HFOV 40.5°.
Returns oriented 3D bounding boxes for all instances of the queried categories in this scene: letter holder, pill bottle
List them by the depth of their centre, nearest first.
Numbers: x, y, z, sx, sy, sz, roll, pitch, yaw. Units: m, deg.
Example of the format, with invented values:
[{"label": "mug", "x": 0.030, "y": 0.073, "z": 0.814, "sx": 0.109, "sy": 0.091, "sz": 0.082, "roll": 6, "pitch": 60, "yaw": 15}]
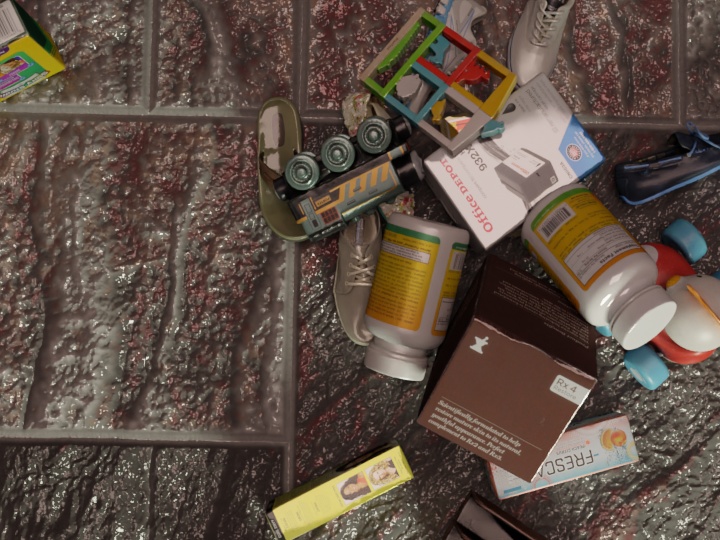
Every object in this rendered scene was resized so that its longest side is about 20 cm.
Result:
[{"label": "pill bottle", "x": 0.299, "y": -0.004, "z": 1.220, "sx": 0.110, "sy": 0.111, "sz": 0.201, "roll": -33, "pitch": 58, "yaw": -2}, {"label": "letter holder", "x": 0.208, "y": 0.390, "z": 1.257, "sx": 0.198, "sy": 0.142, "sz": 0.102, "roll": 32, "pitch": 86, "yaw": 2}, {"label": "pill bottle", "x": 0.067, "y": 0.034, "z": 1.274, "sx": 0.111, "sy": 0.113, "sz": 0.204, "roll": 13, "pitch": 95, "yaw": 0}]

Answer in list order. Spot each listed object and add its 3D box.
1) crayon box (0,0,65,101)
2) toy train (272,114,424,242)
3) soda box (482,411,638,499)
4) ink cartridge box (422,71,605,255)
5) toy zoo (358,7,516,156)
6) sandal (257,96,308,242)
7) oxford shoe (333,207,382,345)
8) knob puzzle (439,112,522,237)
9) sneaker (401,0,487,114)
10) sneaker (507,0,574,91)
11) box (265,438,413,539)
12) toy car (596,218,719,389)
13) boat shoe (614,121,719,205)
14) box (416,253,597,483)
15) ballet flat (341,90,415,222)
[{"label": "crayon box", "x": -0.507, "y": -0.265, "z": 1.281, "sx": 0.197, "sy": 0.173, "sz": 0.059, "roll": -28, "pitch": 90, "yaw": -3}, {"label": "toy train", "x": -0.013, "y": -0.122, "z": 1.271, "sx": 0.197, "sy": 0.085, "sz": 0.116, "roll": -26, "pitch": 98, "yaw": 6}, {"label": "soda box", "x": 0.264, "y": 0.246, "z": 1.305, "sx": 0.196, "sy": 0.068, "sz": 0.065, "roll": -15, "pitch": 86, "yaw": -1}, {"label": "ink cartridge box", "x": 0.198, "y": -0.139, "z": 1.293, "sx": 0.199, "sy": 0.084, "sz": 0.146, "roll": -36, "pitch": 86, "yaw": -1}, {"label": "toy zoo", "x": 0.111, "y": -0.239, "z": 1.270, "sx": 0.199, "sy": 0.020, "sz": 0.132, "roll": 39, "pitch": 84, "yaw": 19}, {"label": "sandal", "x": -0.108, "y": -0.139, "z": 1.334, "sx": 0.078, "sy": 0.057, "sz": 0.205, "roll": -11, "pitch": 86, "yaw": -1}, {"label": "oxford shoe", "x": 0.000, "y": 0.000, "z": 1.326, "sx": 0.074, "sy": 0.058, "sz": 0.205, "roll": 0, "pitch": 88, "yaw": -4}, {"label": "knob puzzle", "x": 0.221, "y": -0.143, "z": 1.352, "sx": 0.215, "sy": 0.030, "sz": 0.225, "roll": 0, "pitch": 86, "yaw": -1}, {"label": "sneaker", "x": 0.118, "y": -0.290, "z": 1.342, "sx": 0.085, "sy": 0.075, "sz": 0.203, "roll": 23, "pitch": 86, "yaw": -5}, {"label": "sneaker", "x": 0.251, "y": -0.344, "z": 1.345, "sx": 0.072, "sy": 0.071, "sz": 0.204, "roll": 14, "pitch": 86, "yaw": 1}, {"label": "box", "x": -0.028, "y": 0.292, "z": 1.297, "sx": 0.197, "sy": 0.075, "sz": 0.051, "roll": -27, "pitch": 89, "yaw": -3}, {"label": "toy car", "x": 0.414, "y": 0.040, "z": 1.255, "sx": 0.184, "sy": 0.200, "sz": 0.178, "roll": -39, "pitch": 87, "yaw": -3}, {"label": "boat shoe", "x": 0.442, "y": -0.158, "z": 1.327, "sx": 0.197, "sy": 0.084, "sz": 0.070, "roll": -26, "pitch": 98, "yaw": -5}, {"label": "box", "x": 0.186, "y": 0.115, "z": 1.223, "sx": 0.164, "sy": 0.200, "sz": 0.166, "roll": 28, "pitch": 116, "yaw": 1}, {"label": "ballet flat", "x": 0.032, "y": -0.154, "z": 1.326, "sx": 0.063, "sy": 0.075, "sz": 0.203, "roll": -27, "pitch": 86, "yaw": 40}]
